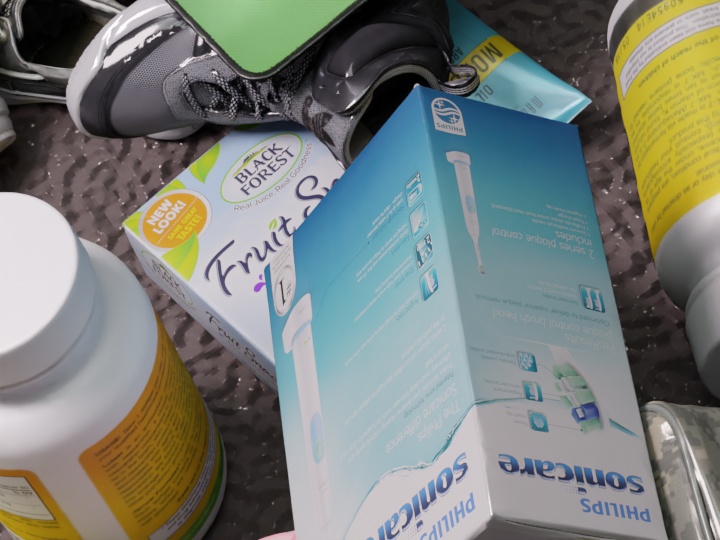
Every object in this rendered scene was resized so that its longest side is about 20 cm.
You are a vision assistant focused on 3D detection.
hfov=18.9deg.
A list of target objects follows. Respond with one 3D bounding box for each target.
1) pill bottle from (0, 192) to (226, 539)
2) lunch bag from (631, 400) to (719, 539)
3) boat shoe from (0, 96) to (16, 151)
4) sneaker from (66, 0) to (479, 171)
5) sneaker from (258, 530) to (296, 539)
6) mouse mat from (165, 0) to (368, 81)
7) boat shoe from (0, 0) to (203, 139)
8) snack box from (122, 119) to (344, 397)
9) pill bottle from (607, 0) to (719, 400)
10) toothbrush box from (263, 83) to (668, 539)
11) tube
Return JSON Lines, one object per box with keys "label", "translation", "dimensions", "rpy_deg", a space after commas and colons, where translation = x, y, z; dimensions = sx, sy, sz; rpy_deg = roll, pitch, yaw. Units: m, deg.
{"label": "pill bottle", "translation": [-0.135, 0.053, 0.969], "dimensions": [0.111, 0.200, 0.111], "rpy_deg": [-6, 57, 9]}
{"label": "lunch bag", "translation": [0.174, 0.156, 0.869], "dimensions": [0.167, 0.139, 0.201], "rpy_deg": [9, 51, -30]}
{"label": "boat shoe", "translation": [-0.245, -0.012, 1.123], "dimensions": [0.069, 0.071, 0.200], "rpy_deg": [47, 65, 0]}
{"label": "sneaker", "translation": [-0.042, -0.089, 1.049], "dimensions": [0.199, 0.076, 0.114], "rpy_deg": [-20, 50, -2]}
{"label": "sneaker", "translation": [-0.044, 0.212, 0.931], "dimensions": [0.104, 0.075, 0.201], "rpy_deg": [-11, 68, 36]}
{"label": "mouse mat", "translation": [-0.052, -0.198, 1.062], "dimensions": [0.161, 0.008, 0.200], "rpy_deg": [-40, 66, -10]}
{"label": "boat shoe", "translation": [-0.169, -0.129, 1.169], "dimensions": [0.199, 0.071, 0.072], "rpy_deg": [14, 63, 22]}
{"label": "snack box", "translation": [0.000, 0.000, 1.058], "dimensions": [0.142, 0.053, 0.200], "rpy_deg": [-40, 57, -15]}
{"label": "pill bottle", "translation": [0.185, -0.045, 1.007], "dimensions": [0.114, 0.114, 0.201], "rpy_deg": [-11, 56, 6]}
{"label": "toothbrush box", "translation": [0.036, 0.051, 0.890], "dimensions": [0.085, 0.146, 0.201], "rpy_deg": [12, 51, -27]}
{"label": "tube", "translation": [0.029, -0.120, 1.135], "dimensions": [0.077, 0.050, 0.200], "rpy_deg": [-47, 62, 6]}
